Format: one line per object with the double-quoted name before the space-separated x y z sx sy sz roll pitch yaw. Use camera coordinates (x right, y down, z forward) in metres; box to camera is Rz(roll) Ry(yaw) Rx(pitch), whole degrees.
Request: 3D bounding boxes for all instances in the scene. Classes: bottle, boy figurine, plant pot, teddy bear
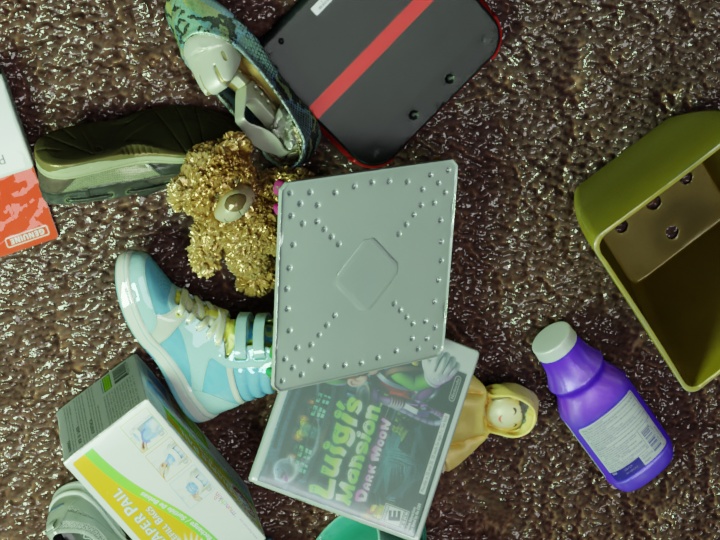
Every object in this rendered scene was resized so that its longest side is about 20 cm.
"bottle" 0.250 0.140 1.699 0.083 0.065 0.201 -38 114 1
"boy figurine" 0.088 0.155 1.665 0.197 0.064 0.126 -2 108 -10
"plant pot" 0.323 -0.041 1.590 0.199 0.177 0.201 -36 113 1
"teddy bear" -0.101 -0.040 1.506 0.143 0.067 0.201 -11 142 -3

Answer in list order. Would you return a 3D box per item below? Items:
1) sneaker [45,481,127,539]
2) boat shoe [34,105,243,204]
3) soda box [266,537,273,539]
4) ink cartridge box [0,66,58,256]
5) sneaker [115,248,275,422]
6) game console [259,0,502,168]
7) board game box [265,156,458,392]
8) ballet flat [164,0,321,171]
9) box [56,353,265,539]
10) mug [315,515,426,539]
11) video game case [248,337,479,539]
"sneaker" -0.248 0.309 1.604 0.074 0.082 0.200 -37 101 22
"boat shoe" -0.204 -0.103 1.496 0.199 0.072 0.066 -10 138 -24
"soda box" -0.155 0.367 1.676 0.064 0.068 0.202 23 103 -21
"ink cartridge box" -0.393 -0.072 1.469 0.198 0.044 0.175 -19 112 -7
"sneaker" -0.141 0.048 1.538 0.129 0.080 0.201 -16 125 19
"game console" 0.021 -0.214 1.534 0.200 0.031 0.177 -45 109 4
"board game box" 0.000 0.000 1.519 0.198 0.026 0.202 -10 114 -33
"ballet flat" -0.110 -0.170 1.483 0.074 0.074 0.200 -44 111 4
"box" -0.195 0.202 1.582 0.101 0.113 0.201 -36 115 1
"mug" 0.024 0.326 1.662 0.114 0.152 0.186 31 99 -25
"video game case" 0.006 0.143 1.599 0.180 0.023 0.202 21 79 -8
